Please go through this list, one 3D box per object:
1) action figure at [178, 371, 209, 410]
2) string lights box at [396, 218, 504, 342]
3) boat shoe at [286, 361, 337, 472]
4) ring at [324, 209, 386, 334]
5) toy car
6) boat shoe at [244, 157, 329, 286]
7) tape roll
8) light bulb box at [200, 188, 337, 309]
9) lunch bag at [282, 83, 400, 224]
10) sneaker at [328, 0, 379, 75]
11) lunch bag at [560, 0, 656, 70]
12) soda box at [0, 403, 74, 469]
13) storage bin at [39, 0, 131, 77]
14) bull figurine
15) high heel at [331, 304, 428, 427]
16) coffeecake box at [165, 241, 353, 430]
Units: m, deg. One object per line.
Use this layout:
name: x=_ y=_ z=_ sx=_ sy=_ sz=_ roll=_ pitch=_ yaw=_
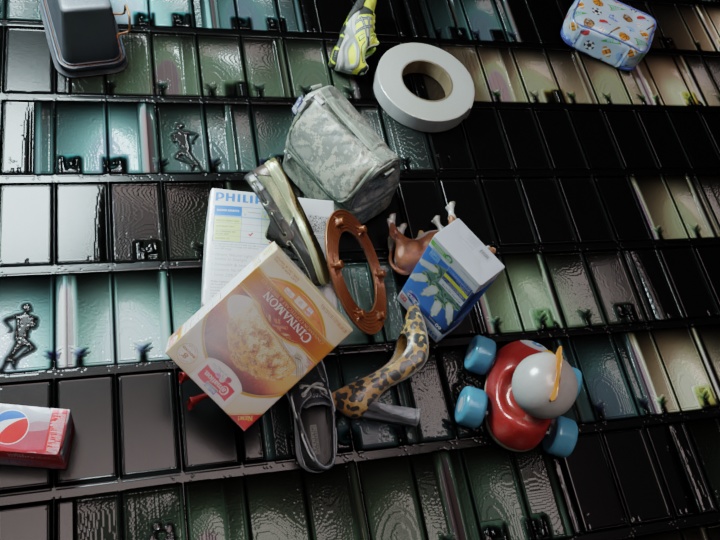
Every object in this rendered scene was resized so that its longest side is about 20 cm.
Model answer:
action figure: x=-0.164 y=0.148 z=1.127 sx=0.199 sy=0.052 sz=0.066 roll=-14 pitch=71 yaw=-28
string lights box: x=0.135 y=0.020 z=1.192 sx=0.059 sy=0.200 sz=0.103 roll=-34 pitch=74 yaw=-29
boat shoe: x=-0.071 y=0.186 z=1.095 sx=0.071 sy=0.068 sz=0.201 roll=-2 pitch=75 yaw=-22
ring: x=0.000 y=0.000 z=1.188 sx=0.019 sy=0.200 sz=0.201 roll=-17 pitch=59 yaw=23
toy car: x=0.267 y=0.164 z=1.148 sx=0.183 sy=0.200 sz=0.178 roll=19 pitch=58 yaw=-5
boat shoe: x=-0.107 y=-0.062 z=1.107 sx=0.066 sy=0.072 sz=0.202 roll=-25 pitch=81 yaw=2
tape roll: x=0.125 y=-0.359 z=1.499 sx=0.202 sy=0.037 sz=0.204 roll=7 pitch=59 yaw=-11
light bulb box: x=-0.141 y=-0.001 z=1.171 sx=0.197 sy=0.125 sz=0.201 roll=5 pitch=59 yaw=-12
lunch bag: x=-0.029 y=-0.194 z=1.285 sx=0.139 sy=0.168 sz=0.200 roll=-33 pitch=74 yaw=-29
sneaker: x=0.000 y=-0.463 z=1.509 sx=0.076 sy=0.075 sz=0.201 roll=23 pitch=68 yaw=-10
lunch bag: x=0.553 y=-0.535 z=1.697 sx=0.199 sy=0.076 sz=0.161 roll=27 pitch=56 yaw=1
soda box: x=-0.479 y=0.211 z=0.989 sx=0.199 sy=0.070 sz=0.064 roll=8 pitch=59 yaw=-11
storage bin: x=-0.476 y=-0.461 z=1.331 sx=0.145 sy=0.134 sz=0.201 roll=-12 pitch=66 yaw=-21
bull figurine: x=0.136 y=-0.048 z=1.311 sx=0.199 sy=0.065 sz=0.122 roll=-10 pitch=61 yaw=-23
high heel: x=0.028 y=0.133 z=1.175 sx=0.142 sy=0.071 sz=0.201 roll=12 pitch=64 yaw=-10
coffeecake box: x=-0.137 y=0.087 z=1.037 sx=0.200 sy=0.073 sz=0.154 roll=-43 pitch=104 yaw=0
